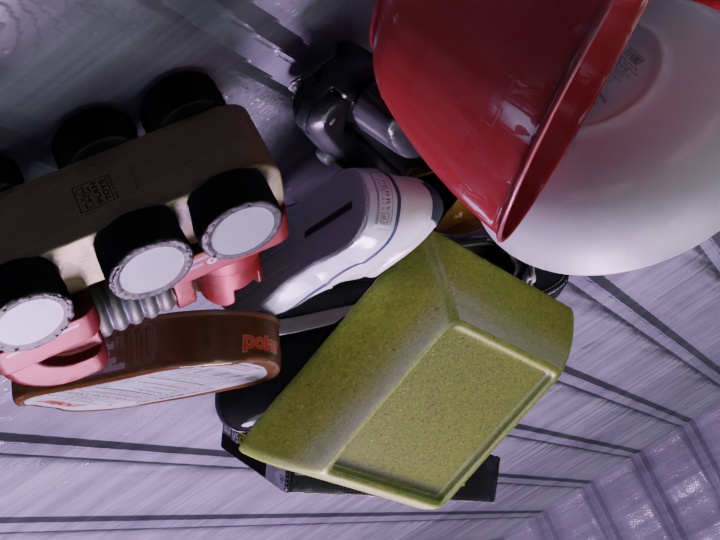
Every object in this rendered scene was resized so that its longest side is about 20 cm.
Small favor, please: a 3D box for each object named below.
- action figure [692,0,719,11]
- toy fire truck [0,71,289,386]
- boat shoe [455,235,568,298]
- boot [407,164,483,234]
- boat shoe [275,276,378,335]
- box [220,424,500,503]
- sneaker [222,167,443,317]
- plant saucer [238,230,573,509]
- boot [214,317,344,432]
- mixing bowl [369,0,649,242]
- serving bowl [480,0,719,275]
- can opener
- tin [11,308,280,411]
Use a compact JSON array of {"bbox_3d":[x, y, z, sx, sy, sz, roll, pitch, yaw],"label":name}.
[{"bbox_3d":[0.262,-0.134,0.865,0.098,0.065,0.202,0,120,-12],"label":"action figure"},{"bbox_3d":[-0.132,-0.003,0.708,0.175,0.129,0.201,-24,149,-12],"label":"toy fire truck"},{"bbox_3d":[0.117,0.006,1.083,0.199,0.076,0.060,-13,161,-38],"label":"boat shoe"},{"bbox_3d":[0.113,-0.078,0.870,0.201,0.071,0.143,-35,171,38],"label":"boot"},{"bbox_3d":[0.000,0.000,0.926,0.198,0.062,0.073,-14,-176,-29],"label":"boat shoe"},{"bbox_3d":[-0.006,0.160,1.102,0.191,0.048,0.200,4,-178,-21],"label":"box"},{"bbox_3d":[-0.024,-0.010,0.798,0.070,0.074,0.199,7,164,-35],"label":"sneaker"},{"bbox_3d":[0.049,0.089,0.865,0.200,0.048,0.199,-50,138,13],"label":"plant saucer"},{"bbox_3d":[-0.019,0.078,0.969,0.164,0.066,0.200,-34,-167,-19],"label":"boot"},{"bbox_3d":[0.073,-0.126,0.617,0.201,0.108,0.200,-58,170,-16],"label":"mixing bowl"},{"bbox_3d":[0.150,-0.097,0.751,0.199,0.201,0.066,-31,134,5],"label":"serving bowl"},{"bbox_3d":[0.005,-0.081,0.758,0.063,0.079,0.200,-38,168,2],"label":"can opener"},{"bbox_3d":[-0.144,0.062,0.825,0.198,0.042,0.112,-13,160,28],"label":"tin"}]
